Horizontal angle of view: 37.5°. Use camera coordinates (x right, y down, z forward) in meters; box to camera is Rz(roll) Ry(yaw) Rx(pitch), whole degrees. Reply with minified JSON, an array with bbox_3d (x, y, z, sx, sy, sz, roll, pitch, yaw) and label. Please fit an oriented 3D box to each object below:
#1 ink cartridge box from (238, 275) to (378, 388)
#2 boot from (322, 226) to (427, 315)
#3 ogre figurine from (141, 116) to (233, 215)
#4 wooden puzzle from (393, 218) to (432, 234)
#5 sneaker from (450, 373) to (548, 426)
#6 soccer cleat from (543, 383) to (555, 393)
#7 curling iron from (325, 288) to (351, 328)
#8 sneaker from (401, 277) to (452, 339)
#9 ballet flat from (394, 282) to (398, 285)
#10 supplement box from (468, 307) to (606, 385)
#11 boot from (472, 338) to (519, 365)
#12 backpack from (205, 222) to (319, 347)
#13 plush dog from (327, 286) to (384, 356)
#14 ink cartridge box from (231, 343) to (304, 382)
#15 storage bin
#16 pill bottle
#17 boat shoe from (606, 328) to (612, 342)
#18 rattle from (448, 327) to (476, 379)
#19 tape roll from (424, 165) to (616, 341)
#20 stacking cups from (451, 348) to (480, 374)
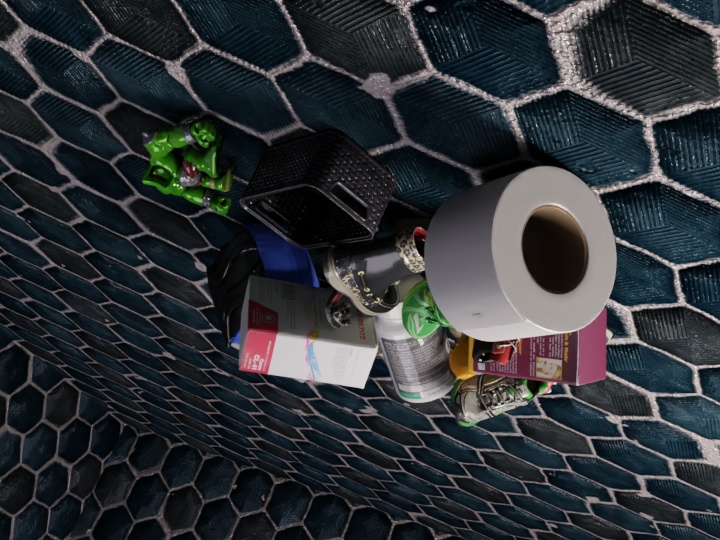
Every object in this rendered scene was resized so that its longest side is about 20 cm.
[{"bbox_3d":[-0.083,0.094,1.630,0.198,0.148,0.086,12,121,-11],"label":"ink cartridge box"},{"bbox_3d":[0.052,0.003,1.571,0.153,0.074,0.203,-16,154,24],"label":"boot"},{"bbox_3d":[-0.264,-0.161,1.613,0.119,0.099,0.200,9,168,7],"label":"ogre figurine"},{"bbox_3d":[0.165,-0.009,1.587,0.184,0.037,0.200,3,150,43],"label":"wooden puzzle"},{"bbox_3d":[0.225,0.195,1.723,0.085,0.199,0.079,-15,94,52],"label":"sneaker"},{"bbox_3d":[0.287,0.182,1.855,0.076,0.067,0.200,16,164,-7],"label":"soccer cleat"},{"bbox_3d":[-0.018,0.021,1.631,0.025,0.201,0.050,-13,120,23],"label":"curling iron"},{"bbox_3d":[0.119,0.050,1.533,0.074,0.084,0.200,17,142,-22],"label":"sneaker"},{"bbox_3d":[0.000,0.000,1.746,0.067,0.063,0.199,38,155,-29],"label":"ballet flat"},{"bbox_3d":[0.267,0.106,1.610,0.199,0.111,0.085,3,-176,42],"label":"supplement box"},{"bbox_3d":[0.225,0.051,1.470,0.072,0.145,0.200,22,142,-24],"label":"boot"},{"bbox_3d":[-0.157,0.007,1.788,0.167,0.163,0.200,-12,156,-32],"label":"backpack"},{"bbox_3d":[0.026,0.107,1.886,0.171,0.162,0.200,8,168,-30],"label":"plush dog"},{"bbox_3d":[-0.135,0.082,1.912,0.159,0.201,0.047,28,142,-8],"label":"ink cartridge box"},{"bbox_3d":[-0.062,-0.112,1.515,0.135,0.094,0.199,37,154,-29],"label":"storage bin"},{"bbox_3d":[0.087,0.111,1.766,0.112,0.113,0.201,7,129,37],"label":"pill bottle"},{"bbox_3d":[0.319,0.122,1.685,0.072,0.065,0.200,34,157,-23],"label":"boat shoe"},{"bbox_3d":[0.194,0.152,1.799,0.129,0.144,0.200,8,154,-8],"label":"rattle"},{"bbox_3d":[0.197,-0.017,1.313,0.202,0.204,0.139,34,157,-23],"label":"tape roll"},{"bbox_3d":[0.217,0.201,1.989,0.199,0.061,0.060,29,158,-17],"label":"stacking cups"}]
